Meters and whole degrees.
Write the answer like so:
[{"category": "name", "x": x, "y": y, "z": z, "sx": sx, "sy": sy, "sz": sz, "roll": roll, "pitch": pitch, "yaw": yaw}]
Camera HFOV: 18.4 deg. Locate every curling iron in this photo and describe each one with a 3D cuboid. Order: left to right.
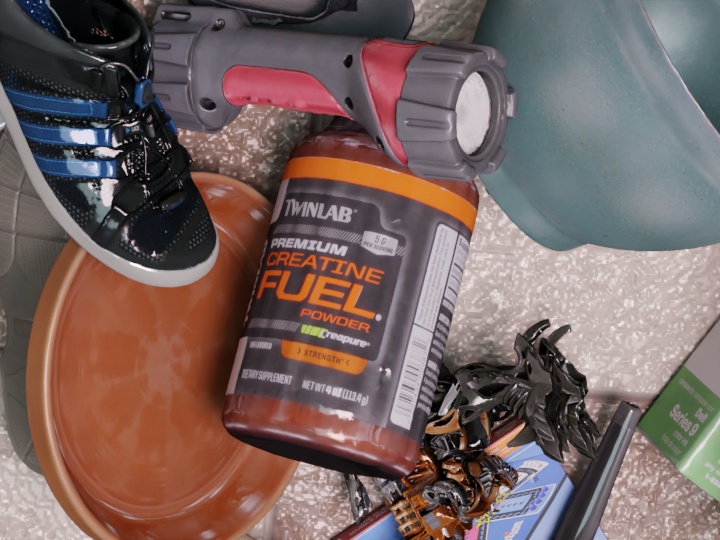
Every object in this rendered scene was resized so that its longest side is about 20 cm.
[{"category": "curling iron", "x": 0.121, "y": 0.168, "z": 1.240, "sx": 0.049, "sy": 0.026, "sz": 0.201, "roll": 20, "pitch": 97, "yaw": 25}]

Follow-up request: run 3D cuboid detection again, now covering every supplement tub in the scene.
[{"category": "supplement tub", "x": 0.000, "y": 0.000, "z": 1.148, "sx": 0.106, "sy": 0.107, "sz": 0.201, "roll": 16, "pitch": 79, "yaw": -12}]

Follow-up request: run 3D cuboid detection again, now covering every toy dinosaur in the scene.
[{"category": "toy dinosaur", "x": 0.048, "y": 0.078, "z": 1.194, "sx": 0.135, "sy": 0.102, "sz": 0.201, "roll": -9, "pitch": 106, "yaw": 19}]

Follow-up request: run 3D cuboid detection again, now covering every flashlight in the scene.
[{"category": "flashlight", "x": -0.022, "y": -0.086, "z": 1.097, "sx": 0.068, "sy": 0.199, "sz": 0.068, "roll": -59, "pitch": 140, "yaw": -32}]

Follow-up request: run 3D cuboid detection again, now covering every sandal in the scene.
[{"category": "sandal", "x": -0.064, "y": -0.158, "z": 1.148, "sx": 0.199, "sy": 0.043, "sz": 0.076, "roll": 25, "pitch": 98, "yaw": -13}]

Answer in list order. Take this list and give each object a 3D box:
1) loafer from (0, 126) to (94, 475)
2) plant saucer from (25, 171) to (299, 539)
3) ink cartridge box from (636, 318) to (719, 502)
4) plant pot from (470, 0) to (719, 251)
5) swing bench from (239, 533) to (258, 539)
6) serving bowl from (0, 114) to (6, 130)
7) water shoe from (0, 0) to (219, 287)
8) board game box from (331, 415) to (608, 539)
[{"category": "loafer", "x": -0.152, "y": 0.007, "z": 1.163, "sx": 0.063, "sy": 0.072, "sz": 0.201, "roll": -19, "pitch": 118, "yaw": -47}, {"category": "plant saucer", "x": -0.096, "y": 0.049, "z": 1.147, "sx": 0.200, "sy": 0.032, "sz": 0.202, "roll": -6, "pitch": 97, "yaw": -48}, {"category": "ink cartridge box", "x": 0.276, "y": 0.059, "z": 1.230, "sx": 0.145, "sy": 0.088, "sz": 0.200, "roll": 36, "pitch": 94, "yaw": -14}, {"category": "plant pot", "x": 0.130, "y": -0.091, "z": 1.132, "sx": 0.134, "sy": 0.201, "sz": 0.201, "roll": -29, "pitch": 108, "yaw": 27}, {"category": "swing bench", "x": -0.029, "y": 0.275, "z": 1.193, "sx": 0.199, "sy": 0.130, "sz": 0.200, "roll": 23, "pitch": 106, "yaw": -10}, {"category": "serving bowl", "x": -0.229, "y": -0.158, "z": 1.097, "sx": 0.199, "sy": 0.066, "sz": 0.201, "roll": -11, "pitch": 123, "yaw": -17}, {"category": "water shoe", "x": -0.126, "y": -0.080, "z": 1.050, "sx": 0.200, "sy": 0.079, "sz": 0.071, "roll": 54, "pitch": 50, "yaw": -9}, {"category": "board game box", "x": 0.038, "y": 0.176, "z": 1.255, "sx": 0.199, "sy": 0.019, "sz": 0.103, "roll": -33, "pitch": 107, "yaw": 0}]
